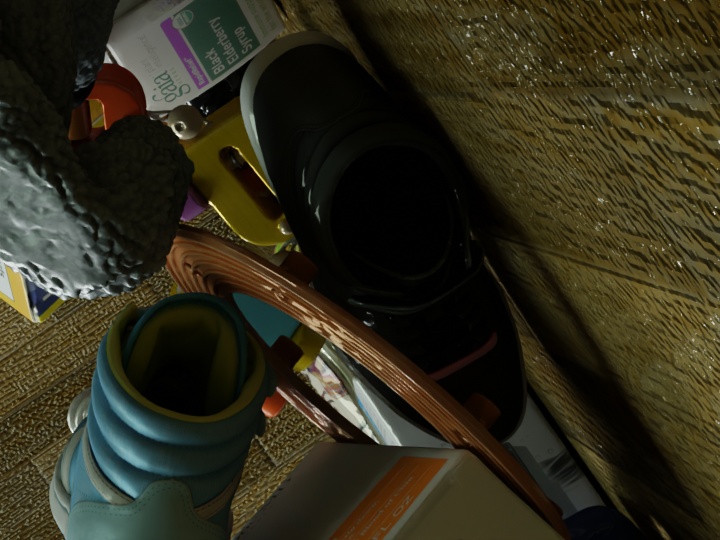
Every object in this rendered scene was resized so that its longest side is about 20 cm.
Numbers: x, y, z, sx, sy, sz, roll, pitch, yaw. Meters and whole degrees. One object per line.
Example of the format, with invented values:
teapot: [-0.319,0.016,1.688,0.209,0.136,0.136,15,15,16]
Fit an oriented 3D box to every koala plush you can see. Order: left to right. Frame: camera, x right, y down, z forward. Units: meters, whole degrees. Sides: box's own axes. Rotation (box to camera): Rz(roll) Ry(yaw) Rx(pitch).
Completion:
koala plush: [-0.148,-0.106,0.947,0.184,0.177,0.200,59,-142,-29]

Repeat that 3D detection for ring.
ring: [0.004,0.045,0.946,0.200,0.019,0.200,37,168,9]

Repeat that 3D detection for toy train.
toy train: [-0.091,-0.020,1.090,0.056,0.150,0.200,-99,-1,-61]

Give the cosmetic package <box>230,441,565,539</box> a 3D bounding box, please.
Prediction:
cosmetic package: [0.003,0.126,0.955,0.071,0.101,0.200,44,166,-10]

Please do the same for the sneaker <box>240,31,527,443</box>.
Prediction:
sneaker: [0.020,0.009,0.942,0.200,0.071,0.099,61,177,-29]

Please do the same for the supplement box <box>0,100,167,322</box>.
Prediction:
supplement box: [-0.203,-0.087,1.233,0.200,0.110,0.109,35,155,22]

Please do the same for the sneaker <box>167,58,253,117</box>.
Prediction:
sneaker: [-0.074,-0.096,1.218,0.200,0.073,0.112,48,166,-15]

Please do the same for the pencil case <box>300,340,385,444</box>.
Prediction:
pencil case: [0.033,0.093,1.400,0.200,0.078,0.089,55,-163,14]

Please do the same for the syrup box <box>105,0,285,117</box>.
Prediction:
syrup box: [-0.124,-0.170,1.127,0.200,0.081,0.079,51,175,31]

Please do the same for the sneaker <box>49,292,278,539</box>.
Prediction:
sneaker: [-0.076,0.059,0.983,0.200,0.080,0.131,-118,39,-71]

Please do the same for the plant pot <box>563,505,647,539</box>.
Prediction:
plant pot: [0.093,0.226,1.000,0.200,0.200,0.180,56,171,0]

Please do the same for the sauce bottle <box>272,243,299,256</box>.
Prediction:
sauce bottle: [0.000,0.000,1.166,0.065,0.065,0.200,56,174,-7]

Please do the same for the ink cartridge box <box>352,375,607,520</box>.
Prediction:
ink cartridge box: [0.079,0.122,1.185,0.200,0.067,0.116,56,176,8]
